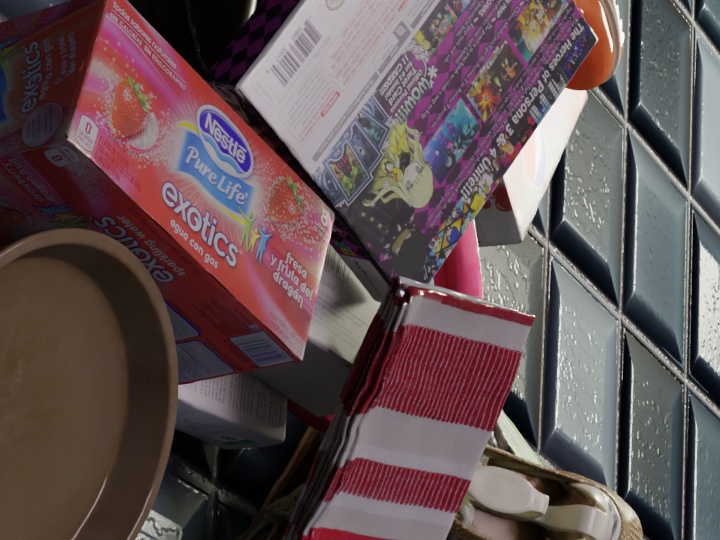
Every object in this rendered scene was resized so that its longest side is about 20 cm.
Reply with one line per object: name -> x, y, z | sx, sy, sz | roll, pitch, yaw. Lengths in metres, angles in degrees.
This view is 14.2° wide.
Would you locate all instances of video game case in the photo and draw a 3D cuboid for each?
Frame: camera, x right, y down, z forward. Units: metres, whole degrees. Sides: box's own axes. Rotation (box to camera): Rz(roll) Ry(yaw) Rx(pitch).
video game case -> 0.026, -0.113, 1.546 | 0.200, 0.036, 0.181 | -55, 129, -20

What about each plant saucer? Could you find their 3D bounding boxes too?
plant saucer -> -0.160, 0.076, 1.373 | 0.200, 0.029, 0.201 | -25, 122, -48

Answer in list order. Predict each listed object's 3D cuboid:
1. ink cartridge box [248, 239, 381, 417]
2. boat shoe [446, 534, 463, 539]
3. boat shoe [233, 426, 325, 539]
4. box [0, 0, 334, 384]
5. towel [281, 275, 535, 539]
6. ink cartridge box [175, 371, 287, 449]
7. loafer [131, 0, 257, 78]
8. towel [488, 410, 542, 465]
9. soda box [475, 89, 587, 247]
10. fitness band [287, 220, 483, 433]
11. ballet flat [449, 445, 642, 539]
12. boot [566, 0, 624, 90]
ink cartridge box -> -0.018, -0.034, 1.612 | 0.117, 0.067, 0.201 | 36, 54, -45
boat shoe -> 0.082, 0.193, 1.904 | 0.065, 0.074, 0.202 | -56, 165, -3
boat shoe -> -0.033, 0.141, 1.673 | 0.200, 0.073, 0.063 | -57, 131, -70
box -> -0.113, -0.036, 1.445 | 0.200, 0.102, 0.095 | 44, 45, -39
towel -> 0.024, 0.108, 1.585 | 0.144, 0.023, 0.201 | 14, 99, -56
ink cartridge box -> -0.110, -0.005, 1.571 | 0.200, 0.050, 0.162 | 27, 60, -47
loafer -> -0.084, -0.172, 1.585 | 0.073, 0.071, 0.201 | 9, 66, -64
towel -> 0.106, 0.141, 1.888 | 0.149, 0.031, 0.200 | 55, 4, -21
soda box -> 0.101, -0.098, 2.029 | 0.200, 0.063, 0.070 | -63, 141, -52
fitness band -> 0.000, 0.000, 1.713 | 0.143, 0.037, 0.201 | -2, 80, -23
ballet flat -> 0.104, 0.147, 1.739 | 0.199, 0.065, 0.071 | 17, 80, -31
boot -> 0.101, -0.165, 1.838 | 0.200, 0.075, 0.108 | 51, 43, -39
